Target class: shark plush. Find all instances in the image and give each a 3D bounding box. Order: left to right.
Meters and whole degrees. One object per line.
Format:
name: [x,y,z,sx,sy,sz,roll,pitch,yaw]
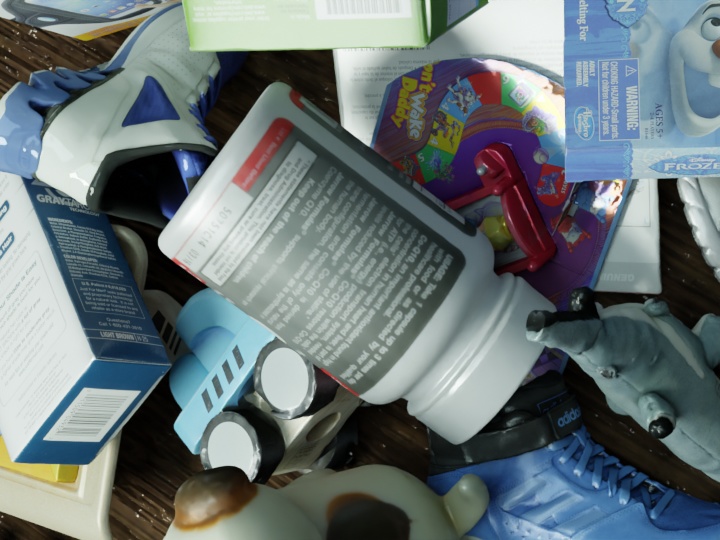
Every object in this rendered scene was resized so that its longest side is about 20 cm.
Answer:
shark plush: [0.159,0.055,0.890,0.090,0.200,0.084,-26,53,16]

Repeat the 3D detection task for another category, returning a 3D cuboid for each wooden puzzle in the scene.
wooden puzzle: [-0.213,0.065,1.089,0.184,0.037,0.202,7,93,45]

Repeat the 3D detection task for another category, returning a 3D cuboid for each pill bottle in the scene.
pill bottle: [0.000,0.000,0.917,0.199,0.114,0.114,37,105,-6]

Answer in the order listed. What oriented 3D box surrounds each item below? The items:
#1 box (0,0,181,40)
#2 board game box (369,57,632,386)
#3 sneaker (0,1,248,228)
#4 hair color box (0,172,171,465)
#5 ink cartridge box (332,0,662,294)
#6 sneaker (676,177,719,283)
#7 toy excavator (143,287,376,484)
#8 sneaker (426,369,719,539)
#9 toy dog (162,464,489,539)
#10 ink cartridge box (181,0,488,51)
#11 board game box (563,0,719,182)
box: [-0.176,-0.186,1.026,0.118,0.200,0.042,-12,85,24]
board game box: [0.061,-0.022,0.976,0.157,0.039,0.201,24,115,16]
sneaker: [-0.119,-0.082,1.011,0.115,0.199,0.081,35,132,16]
hair color box: [-0.194,0.008,1.017,0.100,0.060,0.201,-47,54,29]
ink cartridge box: [0.085,-0.080,0.995,0.198,0.045,0.178,3,108,24]
sneaker: [0.238,-0.006,0.921,0.082,0.075,0.201,-32,88,11]
toy excavator: [-0.093,0.052,1.051,0.200,0.100,0.195,51,121,24]
sneaker: [0.127,0.115,0.957,0.199,0.077,0.112,0,99,30]
toy dog: [-0.034,0.171,0.899,0.193,0.200,0.141,-22,74,27]
ink cartridge box: [0.006,-0.188,0.964,0.147,0.200,0.076,3,112,25]
board game box: [0.205,-0.148,0.883,0.197,0.043,0.202,-1,69,7]
